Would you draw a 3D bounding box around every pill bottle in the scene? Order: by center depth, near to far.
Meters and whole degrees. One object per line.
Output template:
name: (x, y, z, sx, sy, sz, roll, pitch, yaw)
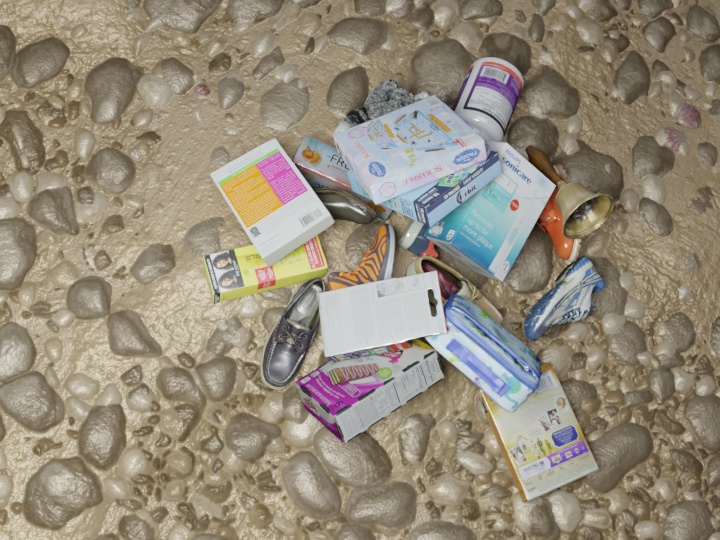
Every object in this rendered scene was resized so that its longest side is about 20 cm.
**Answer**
pill bottle: (0.227, -0.292, 1.565, 0.111, 0.111, 0.200, 25, 67, -3)

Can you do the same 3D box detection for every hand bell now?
hand bell: (0.360, -0.162, 1.508, 0.104, 0.104, 0.200, -16, 52, -17)

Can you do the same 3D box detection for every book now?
book: (-0.149, -0.120, 1.397, 0.133, 0.048, 0.200, -33, 60, -3)

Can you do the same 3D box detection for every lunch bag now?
lunch bag: (0.200, 0.131, 1.346, 0.200, 0.161, 0.083, 41, 107, 6)

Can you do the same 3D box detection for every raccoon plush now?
raccoon plush: (0.066, -0.259, 1.497, 0.134, 0.097, 0.200, 24, 58, 29)

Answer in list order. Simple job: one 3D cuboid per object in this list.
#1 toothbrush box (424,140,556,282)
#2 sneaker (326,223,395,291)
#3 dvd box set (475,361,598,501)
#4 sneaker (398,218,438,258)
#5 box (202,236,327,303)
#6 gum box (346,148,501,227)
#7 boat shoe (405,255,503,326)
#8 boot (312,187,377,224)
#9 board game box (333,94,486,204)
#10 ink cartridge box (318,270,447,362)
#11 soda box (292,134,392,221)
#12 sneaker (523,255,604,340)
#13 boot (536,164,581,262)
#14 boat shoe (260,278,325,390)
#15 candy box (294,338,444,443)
toothbrush box: (0.228, -0.105, 1.451, 0.146, 0.085, 0.200, 34, 83, -32)
sneaker: (0.000, 0.000, 1.428, 0.112, 0.078, 0.200, 7, 56, 3)
dvd box set: (0.301, 0.273, 1.420, 0.146, 0.029, 0.200, -19, 76, -18)
sneaker: (0.149, -0.105, 1.506, 0.084, 0.075, 0.200, 34, 73, -6)
box: (-0.162, -0.006, 1.406, 0.199, 0.050, 0.075, -12, 72, -17)
gum box: (0.105, -0.163, 1.390, 0.170, 0.045, 0.200, -37, 40, -23)
boat shoe: (0.169, 0.046, 1.453, 0.200, 0.066, 0.074, 33, 67, 1)
boot: (-0.076, -0.093, 1.433, 0.199, 0.075, 0.097, 19, 67, 19)
board game box: (0.078, -0.206, 1.383, 0.199, 0.041, 0.200, -22, 37, -6)
ink cartridge box: (0.037, 0.074, 1.326, 0.199, 0.050, 0.109, -12, 69, 12)
soda box: (-0.025, -0.164, 1.484, 0.200, 0.068, 0.064, 24, 66, -4)
sneaker: (0.374, 0.062, 1.491, 0.085, 0.077, 0.200, 45, 68, 1)
boot: (0.344, -0.102, 1.549, 0.107, 0.075, 0.201, -6, 63, -11)
boat shoe: (-0.109, 0.099, 1.372, 0.072, 0.065, 0.200, 26, 67, -3)
candy box: (0.014, 0.175, 1.333, 0.200, 0.136, 0.061, -30, 120, -21)
